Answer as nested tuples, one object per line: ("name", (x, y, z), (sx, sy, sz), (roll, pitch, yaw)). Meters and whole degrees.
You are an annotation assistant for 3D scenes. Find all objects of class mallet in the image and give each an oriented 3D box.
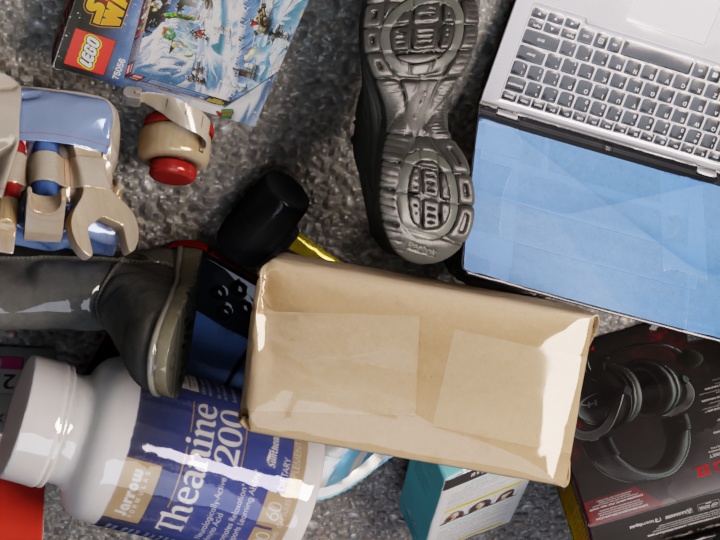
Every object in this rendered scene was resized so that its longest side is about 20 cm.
("mallet", (0.000, 0.000, 1.064), (0.199, 0.041, 0.066), (28, 120, -13))

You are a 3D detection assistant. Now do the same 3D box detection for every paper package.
("paper package", (0.031, 0.054, 0.954), (0.198, 0.191, 0.104), (10, 92, -2))

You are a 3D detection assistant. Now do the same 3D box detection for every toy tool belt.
("toy tool belt", (-0.195, -0.046, 0.960), (0.198, 0.124, 0.125), (6, 164, -10))

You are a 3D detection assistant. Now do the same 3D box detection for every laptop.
("laptop", (0.176, -0.087, 0.971), (0.186, 0.116, 0.201), (15, 114, -10))

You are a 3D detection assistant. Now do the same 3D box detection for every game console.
("game console", (-0.107, 0.092, 1.098), (0.176, 0.031, 0.201), (32, 111, -4))

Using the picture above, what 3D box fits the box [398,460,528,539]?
("box", (0.079, 0.151, 1.138), (0.082, 0.049, 0.200), (-20, 157, -13))

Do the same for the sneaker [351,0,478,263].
("sneaker", (0.024, -0.105, 0.952), (0.075, 0.091, 0.202), (4, 87, -18))

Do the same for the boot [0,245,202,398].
("boot", (-0.205, 0.022, 0.975), (0.198, 0.182, 0.073), (7, 105, -5))

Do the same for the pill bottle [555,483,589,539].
("pill bottle", (0.221, 0.211, 1.174), (0.110, 0.201, 0.112), (-4, 127, -5))

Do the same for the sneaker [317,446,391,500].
("sneaker", (-0.003, 0.104, 1.147), (0.199, 0.077, 0.081), (-30, 117, 6))

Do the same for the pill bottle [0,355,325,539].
("pill bottle", (-0.133, 0.122, 1.020), (0.199, 0.111, 0.111), (17, 122, -18))

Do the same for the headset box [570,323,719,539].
("headset box", (0.223, 0.131, 1.116), (0.148, 0.201, 0.078), (-16, 127, 5))

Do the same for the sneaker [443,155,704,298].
("sneaker", (0.152, -0.039, 1.070), (0.199, 0.076, 0.091), (-12, 118, -8))

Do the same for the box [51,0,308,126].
("box", (-0.093, -0.195, 0.926), (0.136, 0.040, 0.201), (15, 123, -20))

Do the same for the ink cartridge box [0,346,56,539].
("ink cartridge box", (-0.310, 0.120, 1.041), (0.198, 0.174, 0.044), (4, 127, -11))
